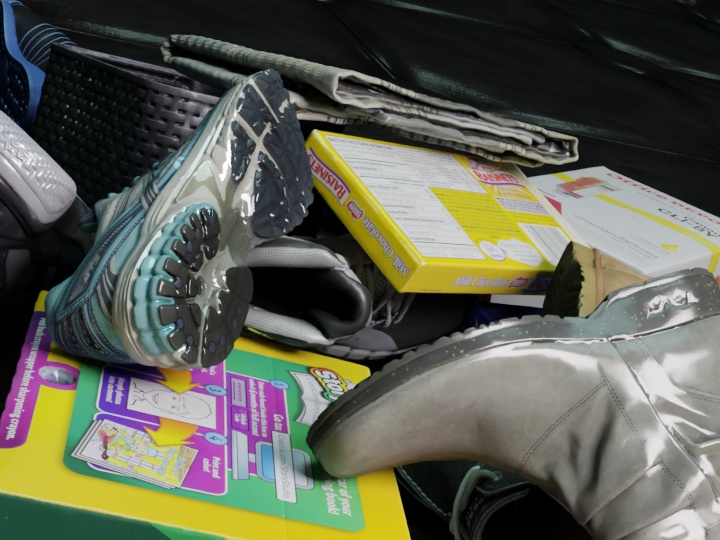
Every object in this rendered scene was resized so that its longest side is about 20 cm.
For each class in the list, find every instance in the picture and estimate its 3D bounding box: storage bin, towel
[{"bbox_3d":[-0.117,-0.076,0.931,0.135,0.094,0.200,9,9,-34],"label":"storage bin"},{"bbox_3d":[0.003,-0.098,0.884,0.192,0.035,0.200,11,6,-36],"label":"towel"}]

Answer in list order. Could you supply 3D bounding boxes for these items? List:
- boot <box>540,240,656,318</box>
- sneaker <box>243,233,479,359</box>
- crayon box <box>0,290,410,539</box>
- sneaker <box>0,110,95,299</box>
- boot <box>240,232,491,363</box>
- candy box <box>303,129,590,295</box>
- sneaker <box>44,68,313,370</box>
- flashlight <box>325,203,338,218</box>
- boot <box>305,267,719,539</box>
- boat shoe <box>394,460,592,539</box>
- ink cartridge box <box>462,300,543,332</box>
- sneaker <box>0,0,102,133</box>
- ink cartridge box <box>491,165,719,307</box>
[{"bbox_3d":[0.191,0.051,0.731,0.199,0.066,0.175,20,24,2],"label":"boot"},{"bbox_3d":[-0.004,0.017,0.766,0.199,0.075,0.115,3,6,-28],"label":"sneaker"},{"bbox_3d":[-0.074,0.088,0.646,0.172,0.058,0.200,15,19,-11],"label":"crayon box"},{"bbox_3d":[-0.191,-0.004,0.770,0.075,0.114,0.200,42,-8,19],"label":"sneaker"},{"bbox_3d":[0.000,0.000,0.870,0.199,0.108,0.075,-1,28,-37],"label":"boot"},{"bbox_3d":[0.058,-0.028,0.817,0.200,0.026,0.102,3,40,-52],"label":"candy box"},{"bbox_3d":[-0.086,-0.031,0.688,0.086,0.078,0.200,-5,32,24],"label":"sneaker"},{"bbox_3d":[0.016,-0.051,1.019,0.068,0.068,0.200,56,-11,-17],"label":"flashlight"},{"bbox_3d":[0.088,0.084,0.599,0.199,0.068,0.131,-16,70,-11],"label":"boot"},{"bbox_3d":[0.075,0.109,0.678,0.200,0.072,0.071,26,18,35],"label":"boat shoe"},{"bbox_3d":[0.136,0.083,0.807,0.136,0.077,0.200,7,21,-26],"label":"ink cartridge box"},{"bbox_3d":[-0.243,-0.151,1.134,0.078,0.070,0.200,10,27,-29],"label":"sneaker"},{"bbox_3d":[0.176,-0.007,1.059,0.145,0.084,0.200,29,23,30],"label":"ink cartridge box"}]
